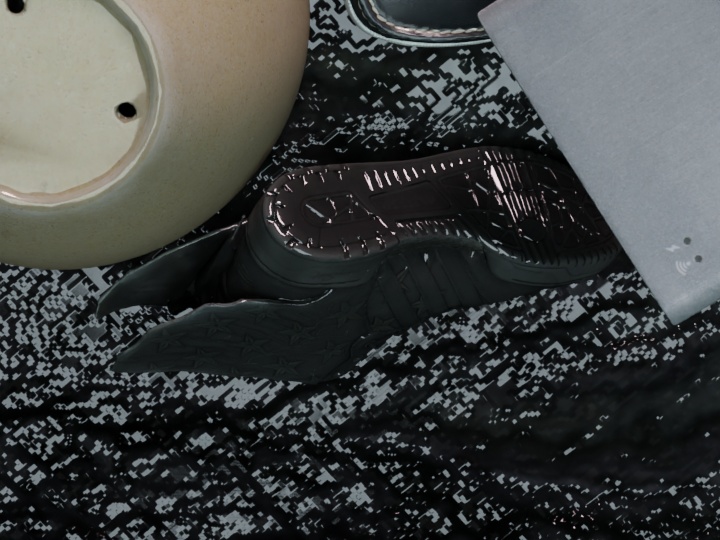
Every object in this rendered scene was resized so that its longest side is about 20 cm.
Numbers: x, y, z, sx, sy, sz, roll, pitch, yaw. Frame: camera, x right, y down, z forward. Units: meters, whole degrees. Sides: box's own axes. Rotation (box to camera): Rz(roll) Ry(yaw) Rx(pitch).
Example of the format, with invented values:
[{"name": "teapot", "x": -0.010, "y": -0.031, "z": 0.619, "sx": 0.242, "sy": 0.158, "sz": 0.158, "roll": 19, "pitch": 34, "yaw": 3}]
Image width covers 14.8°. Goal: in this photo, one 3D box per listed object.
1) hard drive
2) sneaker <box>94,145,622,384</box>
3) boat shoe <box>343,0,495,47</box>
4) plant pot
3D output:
[{"name": "hard drive", "x": 0.164, "y": -0.091, "z": 1.021, "sx": 0.200, "sy": 0.033, "sz": 0.140, "roll": -32, "pitch": 93, "yaw": 14}, {"name": "sneaker", "x": 0.001, "y": 0.003, "z": 1.117, "sx": 0.199, "sy": 0.060, "sz": 0.104, "roll": -1, "pitch": 147, "yaw": -30}, {"name": "boat shoe", "x": 0.089, "y": -0.132, "z": 1.080, "sx": 0.199, "sy": 0.060, "sz": 0.076, "roll": -19, "pitch": 107, "yaw": 3}, {"name": "plant pot", "x": -0.117, "y": -0.083, "z": 1.048, "sx": 0.199, "sy": 0.135, "sz": 0.201, "roll": -1, "pitch": 108, "yaw": -3}]
